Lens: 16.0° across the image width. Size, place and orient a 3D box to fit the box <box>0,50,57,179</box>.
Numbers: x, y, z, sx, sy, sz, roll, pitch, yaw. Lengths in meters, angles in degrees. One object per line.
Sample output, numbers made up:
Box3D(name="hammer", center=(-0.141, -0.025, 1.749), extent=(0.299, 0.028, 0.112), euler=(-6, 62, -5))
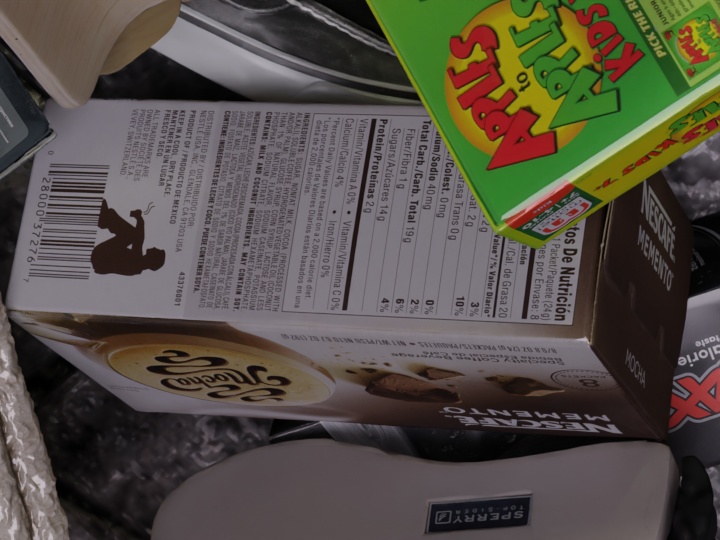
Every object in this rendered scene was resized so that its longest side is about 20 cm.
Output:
Box3D(name="box", center=(-0.200, -0.109, 0.831), extent=(0.046, 0.159, 0.201), euler=(-41, 110, -25))

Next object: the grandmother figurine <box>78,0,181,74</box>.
Box3D(name="grandmother figurine", center=(-0.140, -0.138, 0.815), extent=(0.199, 0.060, 0.122), euler=(26, 108, 32))

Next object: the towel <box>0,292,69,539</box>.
Box3D(name="towel", center=(-0.144, 0.077, 0.867), extent=(0.132, 0.034, 0.201), euler=(3, 111, 49))

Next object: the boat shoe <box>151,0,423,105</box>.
Box3D(name="boat shoe", center=(-0.043, -0.105, 0.857), extent=(0.199, 0.071, 0.064), euler=(24, 116, -4))

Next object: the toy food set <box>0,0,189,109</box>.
Box3D(name="toy food set", center=(-0.019, -0.109, 0.671), extent=(0.199, 0.061, 0.144), euler=(-12, 146, 18))

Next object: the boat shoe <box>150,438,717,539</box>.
Box3D(name="boat shoe", center=(0.031, 0.112, 0.884), extent=(0.199, 0.075, 0.093), euler=(-1, 137, 22))

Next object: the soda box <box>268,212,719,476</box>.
Box3D(name="soda box", center=(0.071, 0.043, 0.919), extent=(0.199, 0.063, 0.071), euler=(-20, 112, 13))

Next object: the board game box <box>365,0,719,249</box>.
Box3D(name="board game box", center=(0.040, -0.119, 0.758), extent=(0.101, 0.048, 0.201), euler=(-33, 75, 14))

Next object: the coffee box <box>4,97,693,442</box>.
Box3D(name="coffee box", center=(0.000, 0.000, 0.846), extent=(0.199, 0.113, 0.080), euler=(3, 71, 19))
